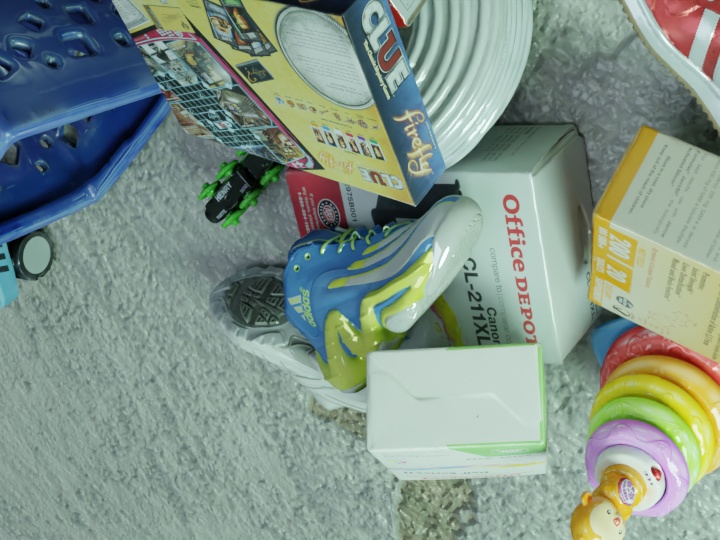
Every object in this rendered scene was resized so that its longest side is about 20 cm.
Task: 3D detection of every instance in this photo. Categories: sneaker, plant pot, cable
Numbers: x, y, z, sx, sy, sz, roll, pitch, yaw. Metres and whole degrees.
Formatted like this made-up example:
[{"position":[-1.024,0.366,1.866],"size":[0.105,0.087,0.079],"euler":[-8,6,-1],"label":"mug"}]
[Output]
[{"position":[0.233,-0.140,0.707],"size":[0.200,0.071,0.112],"euler":[49,137,-11],"label":"sneaker"},{"position":[0.000,0.000,0.835],"size":[0.105,0.076,0.201],"euler":[41,133,7],"label":"sneaker"},{"position":[-0.285,-0.146,0.982],"size":[0.181,0.199,0.200],"euler":[53,132,5],"label":"plant pot"},{"position":[0.009,-0.158,0.806],"size":[0.199,0.069,0.201],"euler":[-39,73,20],"label":"cable"},{"position":[-0.045,0.069,1.023],"size":[0.199,0.078,0.100],"euler":[27,149,30],"label":"sneaker"}]

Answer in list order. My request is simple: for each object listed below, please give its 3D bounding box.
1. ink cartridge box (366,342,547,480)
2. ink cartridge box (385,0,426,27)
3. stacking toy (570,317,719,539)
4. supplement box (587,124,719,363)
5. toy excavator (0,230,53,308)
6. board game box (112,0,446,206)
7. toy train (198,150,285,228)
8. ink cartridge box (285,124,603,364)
[{"position":[0.073,0.106,0.870],"size":[0.115,0.200,0.068],"euler":[-4,74,9],"label":"ink cartridge box"},{"position":[-0.061,-0.231,0.667],"size":[0.175,0.084,0.200],"euler":[16,156,49],"label":"ink cartridge box"},{"position":[0.183,0.116,0.807],"size":[0.109,0.200,0.117],"euler":[-16,106,39],"label":"stacking toy"},{"position":[0.241,0.008,0.753],"size":[0.198,0.074,0.126],"euler":[26,161,20],"label":"supplement box"},{"position":[-0.382,0.016,1.135],"size":[0.099,0.200,0.197],"euler":[10,122,30],"label":"toy excavator"},{"position":[-0.053,-0.119,0.717],"size":[0.198,0.035,0.136],"euler":[21,149,37],"label":"board game box"},{"position":[-0.057,-0.100,0.939],"size":[0.042,0.056,0.200],"euler":[48,130,1],"label":"toy train"},{"position":[0.061,-0.022,0.888],"size":[0.198,0.083,0.148],"euler":[3,118,33],"label":"ink cartridge box"}]
